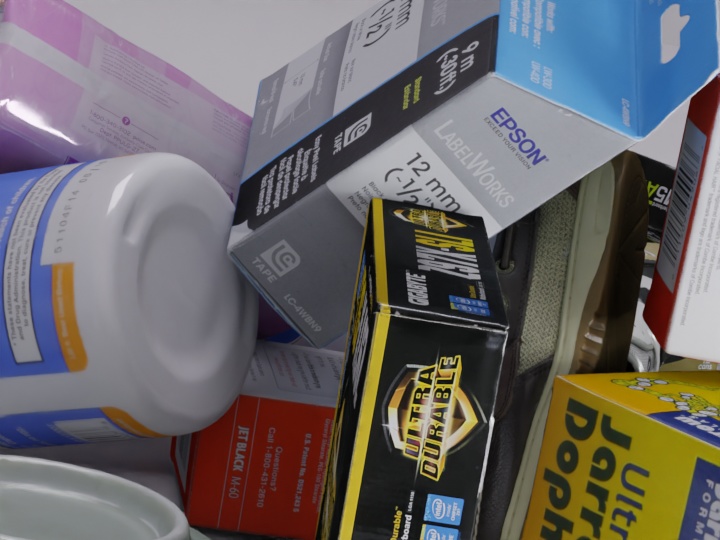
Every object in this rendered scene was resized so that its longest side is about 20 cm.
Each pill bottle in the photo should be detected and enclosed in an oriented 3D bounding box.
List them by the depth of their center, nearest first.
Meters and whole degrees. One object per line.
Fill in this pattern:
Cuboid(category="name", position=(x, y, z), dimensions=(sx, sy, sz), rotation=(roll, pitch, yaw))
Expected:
Cuboid(category="pill bottle", position=(-0.151, 0.017, 1.188), dimensions=(0.200, 0.112, 0.112), rotation=(-6, 2, 31))

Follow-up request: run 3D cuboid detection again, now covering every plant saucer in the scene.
Cuboid(category="plant saucer", position=(-0.116, 0.104, 1.037), dimensions=(0.200, 0.050, 0.200), rotation=(10, 12, -2))

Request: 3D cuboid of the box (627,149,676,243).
Cuboid(category="box", position=(0.231, -0.014, 1.803), dimensions=(0.200, 0.048, 0.193), rotation=(27, 2, -37))

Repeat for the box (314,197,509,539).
Cuboid(category="box", position=(0.013, 0.070, 1.038), dimensions=(0.049, 0.160, 0.200), rotation=(11, 12, -2))

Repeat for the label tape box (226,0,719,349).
Cuboid(category="label tape box", position=(0.046, -0.074, 1.172), dimensions=(0.066, 0.200, 0.143), rotation=(46, 25, -21))

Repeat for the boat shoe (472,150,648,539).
Cuboid(category="boat shoe", position=(0.068, 0.045, 1.180), dimensions=(0.065, 0.200, 0.073), rotation=(7, -23, 24))

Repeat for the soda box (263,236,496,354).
Cuboid(category="soda box", position=(0.011, 0.017, 1.335), dimensions=(0.200, 0.064, 0.068), rotation=(-9, -23, 40))

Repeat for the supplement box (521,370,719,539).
Cuboid(category="supplement box", position=(0.169, 0.105, 1.137), dimensions=(0.200, 0.109, 0.109), rotation=(1, 15, -41))

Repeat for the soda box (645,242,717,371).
Cuboid(category="soda box", position=(0.108, 0.016, 1.646), dimensions=(0.200, 0.064, 0.068), rotation=(4, 13, -27))

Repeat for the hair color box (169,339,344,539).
Cuboid(category="hair color box", position=(0.023, 0.079, 1.254), dimensions=(0.199, 0.064, 0.111), rotation=(7, 10, -8))

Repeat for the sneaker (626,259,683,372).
Cuboid(category="sneaker", position=(0.132, 0.042, 1.557), dimensions=(0.200, 0.074, 0.089), rotation=(3, 32, -45))

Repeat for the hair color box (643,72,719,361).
Cuboid(category="hair color box", position=(0.222, -0.010, 1.149), dimensions=(0.199, 0.111, 0.064), rotation=(11, 12, -5))

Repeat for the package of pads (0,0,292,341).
Cuboid(category="package of pads", position=(-0.109, -0.039, 1.266), dimensions=(0.200, 0.076, 0.120), rotation=(30, -33, -29))
